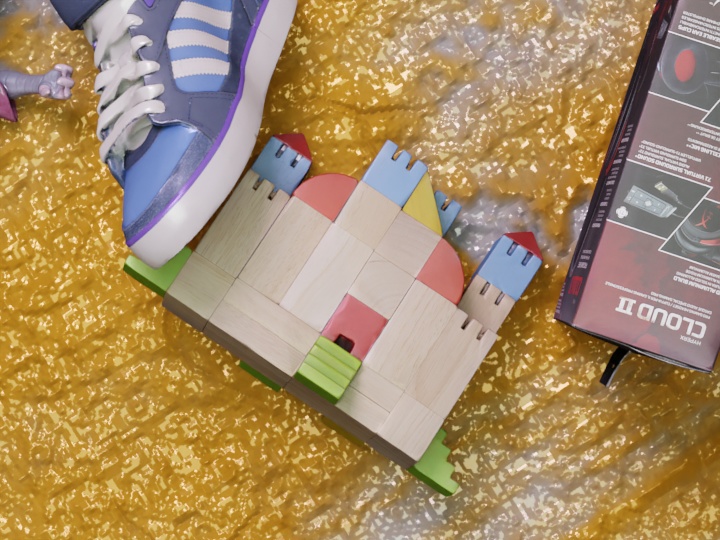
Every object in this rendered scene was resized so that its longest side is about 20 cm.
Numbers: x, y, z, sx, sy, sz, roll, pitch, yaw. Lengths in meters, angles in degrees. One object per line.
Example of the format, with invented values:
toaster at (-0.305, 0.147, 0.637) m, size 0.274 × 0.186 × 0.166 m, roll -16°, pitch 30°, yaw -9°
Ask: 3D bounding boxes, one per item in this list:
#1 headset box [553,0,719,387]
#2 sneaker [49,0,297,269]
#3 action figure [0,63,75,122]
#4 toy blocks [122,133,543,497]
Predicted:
headset box at (0.156, -0.037, 1.354) m, size 0.075 × 0.149 × 0.201 m, roll 18°, pitch 91°, yaw 1°
sneaker at (-0.118, -0.110, 1.338) m, size 0.146 × 0.081 × 0.201 m, roll 34°, pitch 48°, yaw -18°
action figure at (-0.233, -0.104, 1.375) m, size 0.148 × 0.134 × 0.201 m, roll 25°, pitch 120°, yaw 31°
toy blocks at (0.000, 0.000, 1.392) m, size 0.199 × 0.100 × 0.137 m, roll 33°, pitch 79°, yaw -1°
